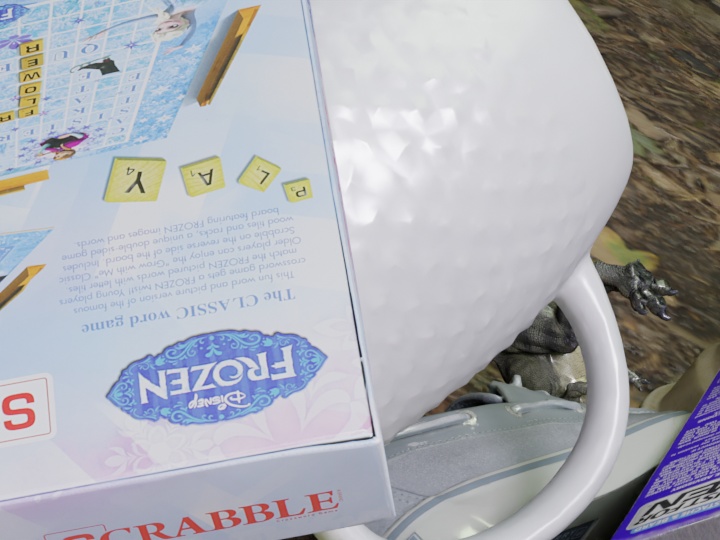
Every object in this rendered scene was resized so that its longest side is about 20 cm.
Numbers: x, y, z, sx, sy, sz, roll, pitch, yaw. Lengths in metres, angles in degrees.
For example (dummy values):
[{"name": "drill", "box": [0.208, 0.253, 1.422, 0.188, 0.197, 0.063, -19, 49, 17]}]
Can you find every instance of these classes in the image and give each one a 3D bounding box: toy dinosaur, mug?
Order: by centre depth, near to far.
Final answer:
[{"name": "mug", "box": [0.000, 0.000, 0.754, 0.200, 0.175, 0.148, 58, -9, -2]}, {"name": "toy dinosaur", "box": [0.067, 0.004, 0.944, 0.200, 0.088, 0.047, 52, 36, 2]}]

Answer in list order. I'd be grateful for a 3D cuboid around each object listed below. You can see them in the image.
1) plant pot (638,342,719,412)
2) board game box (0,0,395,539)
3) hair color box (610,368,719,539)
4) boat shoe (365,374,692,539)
[{"name": "plant pot", "box": [0.242, 0.033, 1.021, 0.200, 0.184, 0.201, 24, 21, -9]}, {"name": "board game box", "box": [-0.103, -0.012, 0.644, 0.199, 0.041, 0.200, -10, 54, 2]}, {"name": "hair color box", "box": [0.155, 0.092, 0.846, 0.110, 0.065, 0.200, 63, 29, -9]}, {"name": "boat shoe", "box": [0.057, 0.068, 0.866, 0.072, 0.070, 0.200, 46, 29, 23]}]
